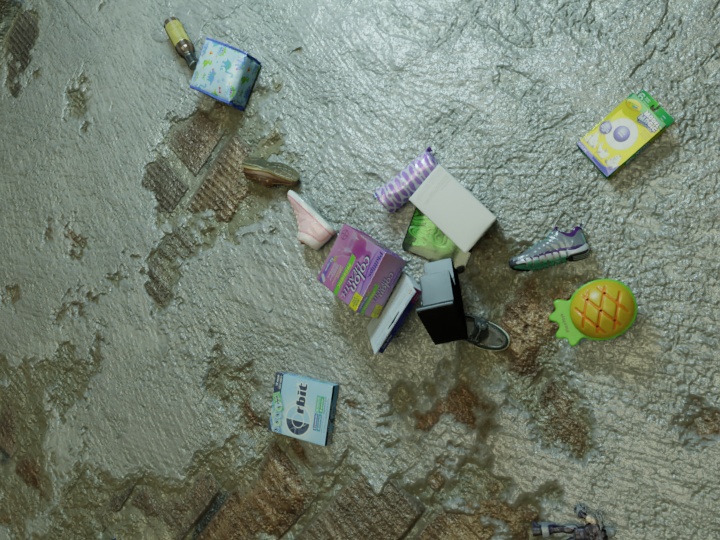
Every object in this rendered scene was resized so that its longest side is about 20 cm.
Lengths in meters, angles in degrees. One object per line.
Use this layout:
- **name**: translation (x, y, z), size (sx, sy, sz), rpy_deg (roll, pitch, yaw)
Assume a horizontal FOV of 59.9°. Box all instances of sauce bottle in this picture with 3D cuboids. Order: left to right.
- **sauce bottle**: translation (-0.603, -0.767, 2.122), size (0.064, 0.064, 0.203), rpy_deg (-35, 73, 18)

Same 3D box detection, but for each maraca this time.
- **maraca**: translation (0.547, 0.100, 1.472), size (0.197, 0.106, 0.140), rpy_deg (-24, 77, 22)

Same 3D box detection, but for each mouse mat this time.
- **mouse mat**: translation (0.221, -0.100, 1.702), size (0.197, 0.007, 0.164), rpy_deg (24, 96, 26)

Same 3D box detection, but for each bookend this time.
- **bookend**: translation (0.194, 0.048, 1.553), size (0.090, 0.201, 0.203), rpy_deg (-13, 59, 14)

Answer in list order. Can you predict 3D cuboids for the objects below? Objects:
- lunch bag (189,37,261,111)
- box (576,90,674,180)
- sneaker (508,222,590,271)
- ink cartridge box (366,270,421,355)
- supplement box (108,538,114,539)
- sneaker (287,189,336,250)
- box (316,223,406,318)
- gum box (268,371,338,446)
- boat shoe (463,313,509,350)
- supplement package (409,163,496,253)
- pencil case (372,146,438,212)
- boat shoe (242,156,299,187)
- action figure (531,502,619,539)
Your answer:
- **lunch bag**: translation (-0.441, -0.631, 1.998), size (0.197, 0.127, 0.173), rpy_deg (25, 97, 15)
- **box**: translation (0.635, -0.330, 1.501), size (0.200, 0.048, 0.118), rpy_deg (-43, 70, 15)
- **sneaker**: translation (0.463, -0.057, 1.555), size (0.195, 0.074, 0.090), rpy_deg (-12, 70, 13)
- **ink cartridge box**: translation (0.090, 0.115, 1.653), size (0.043, 0.200, 0.199), rpy_deg (29, 101, -14)
- **supplement box**: translation (-0.880, 1.018, 2.029), size (0.133, 0.199, 0.203), rpy_deg (-33, 72, 18)
- **sneaker**: translation (-0.170, -0.144, 1.854), size (0.200, 0.075, 0.105), rpy_deg (45, 99, 17)
- **box**: translation (0.000, 0.000, 1.717), size (0.199, 0.096, 0.178), rpy_deg (36, 102, 43)
- **gum box**: translation (-0.168, 0.400, 1.825), size (0.196, 0.044, 0.174), rpy_deg (7, 89, 25)
- **boat shoe**: translation (0.287, 0.153, 1.615), size (0.197, 0.066, 0.076), rpy_deg (28, 98, 25)
- **supplement package**: translation (0.240, -0.157, 1.609), size (0.200, 0.121, 0.120), rpy_deg (44, 101, 8)
- **pencil case**: translation (0.131, -0.245, 1.720), size (0.198, 0.084, 0.087), rpy_deg (-34, 49, 18)
- **boat shoe**: translation (-0.275, -0.294, 1.929), size (0.196, 0.072, 0.069), rpy_deg (18, 126, 18)
- **action figure**: translation (0.507, 0.621, 1.474), size (0.196, 0.069, 0.133), rpy_deg (-14, 73, 20)
